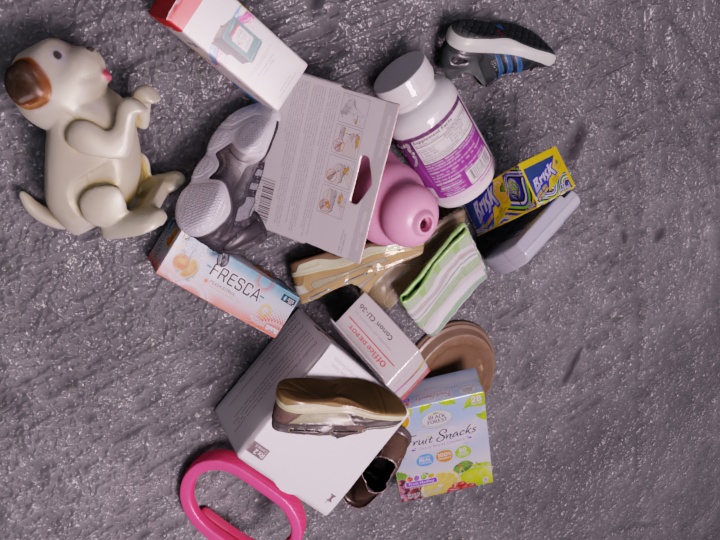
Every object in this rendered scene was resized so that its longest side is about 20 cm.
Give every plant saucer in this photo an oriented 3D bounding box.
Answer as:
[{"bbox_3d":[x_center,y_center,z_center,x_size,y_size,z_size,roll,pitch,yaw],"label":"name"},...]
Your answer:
[{"bbox_3d":[0.155,0.185,1.204,0.195,0.029,0.206,-11,115,-25],"label":"plant saucer"}]

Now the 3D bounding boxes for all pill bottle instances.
[{"bbox_3d":[0.101,-0.195,0.978,0.112,0.112,0.201,-43,122,-6],"label":"pill bottle"}]

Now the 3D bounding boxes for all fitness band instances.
[{"bbox_3d":[-0.173,0.349,1.032,0.197,0.038,0.145,33,114,-1],"label":"fitness band"}]

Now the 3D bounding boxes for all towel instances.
[{"bbox_3d":[0.132,0.023,1.068,0.150,0.030,0.200,-51,156,-3],"label":"towel"}]

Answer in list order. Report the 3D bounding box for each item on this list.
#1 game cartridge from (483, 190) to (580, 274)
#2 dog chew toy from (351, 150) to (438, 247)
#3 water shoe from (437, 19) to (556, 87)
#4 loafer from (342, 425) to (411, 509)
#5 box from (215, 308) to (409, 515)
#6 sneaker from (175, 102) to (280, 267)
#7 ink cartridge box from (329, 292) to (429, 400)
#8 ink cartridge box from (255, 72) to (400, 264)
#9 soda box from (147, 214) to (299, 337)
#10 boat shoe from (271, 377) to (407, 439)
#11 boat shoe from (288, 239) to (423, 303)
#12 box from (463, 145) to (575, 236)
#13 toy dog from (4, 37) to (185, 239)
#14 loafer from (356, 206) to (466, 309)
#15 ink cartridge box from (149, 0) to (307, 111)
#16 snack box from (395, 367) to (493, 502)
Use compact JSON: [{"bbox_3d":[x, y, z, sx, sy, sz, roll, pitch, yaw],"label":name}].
[{"bbox_3d":[0.251,-0.053,1.072,0.041,0.200,0.134,39,86,0],"label":"game cartridge"},{"bbox_3d":[0.031,-0.091,0.925,0.122,0.199,0.128,-13,118,-27],"label":"dog chew toy"},{"bbox_3d":[0.195,-0.311,1.023,0.195,0.073,0.080,0,137,-30],"label":"water shoe"},{"bbox_3d":[0.013,0.321,1.115,0.072,0.072,0.203,26,127,1],"label":"loafer"},{"bbox_3d":[-0.070,0.207,1.029,0.201,0.130,0.199,-48,124,-3],"label":"box"},{"bbox_3d":[-0.147,-0.105,0.873,0.203,0.074,0.115,-63,151,-23],"label":"sneaker"},{"bbox_3d":[0.031,0.108,0.998,0.067,0.116,0.200,-44,161,-4],"label":"ink cartridge box"},{"bbox_3d":[-0.045,-0.134,0.896,0.045,0.172,0.206,-21,128,-67],"label":"ink cartridge box"},{"bbox_3d":[-0.179,0.010,0.934,0.198,0.063,0.069,34,92,-34],"label":"soda box"},{"bbox_3d":[-0.029,0.186,0.929,0.195,0.074,0.066,13,114,-28],"label":"boat shoe"},{"bbox_3d":[0.000,0.000,0.995,0.194,0.072,0.079,-14,95,5],"label":"boat shoe"},{"bbox_3d":[0.222,-0.110,1.022,0.069,0.200,0.066,-26,88,-17],"label":"box"},{"bbox_3d":[-0.305,-0.153,0.779,0.188,0.141,0.205,-7,120,15],"label":"toy dog"},{"bbox_3d":[0.084,-0.019,1.056,0.198,0.076,0.068,-38,106,2],"label":"loafer"},{"bbox_3d":[-0.166,-0.277,0.800,0.198,0.116,0.068,36,92,-33],"label":"ink cartridge box"},{"bbox_3d":[0.127,0.275,1.163,0.163,0.068,0.205,-13,119,0],"label":"snack box"}]
